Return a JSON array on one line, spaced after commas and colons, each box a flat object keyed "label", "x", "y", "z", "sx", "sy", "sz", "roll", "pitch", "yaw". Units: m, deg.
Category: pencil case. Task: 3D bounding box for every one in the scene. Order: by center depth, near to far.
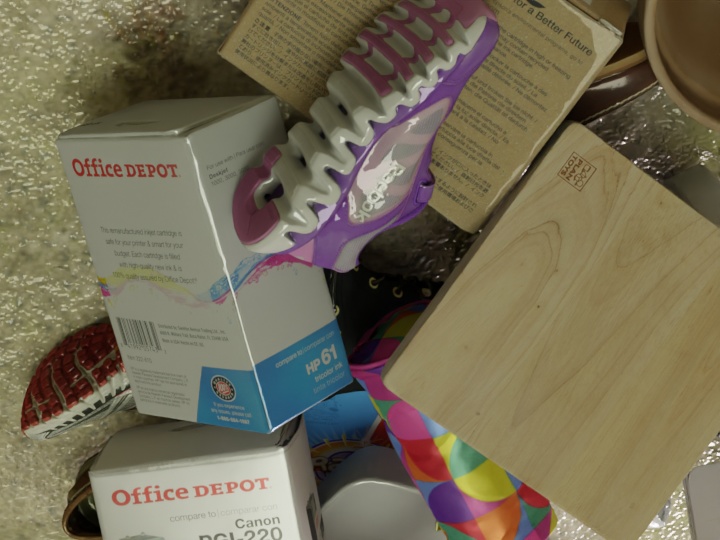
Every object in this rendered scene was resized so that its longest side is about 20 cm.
[{"label": "pencil case", "x": 0.062, "y": 0.119, "z": 1.271, "sx": 0.088, "sy": 0.088, "sz": 0.200, "roll": -21, "pitch": 112, "yaw": 12}]

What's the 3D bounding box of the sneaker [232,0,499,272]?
[{"label": "sneaker", "x": 0.016, "y": -0.076, "z": 1.093, "sx": 0.088, "sy": 0.081, "sz": 0.200, "roll": 33, "pitch": 106, "yaw": -33}]

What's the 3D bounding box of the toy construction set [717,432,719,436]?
[{"label": "toy construction set", "x": 0.323, "y": 0.080, "z": 1.373, "sx": 0.131, "sy": 0.092, "sz": 0.200, "roll": -38, "pitch": 133, "yaw": -6}]

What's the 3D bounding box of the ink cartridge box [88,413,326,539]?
[{"label": "ink cartridge box", "x": -0.098, "y": 0.209, "z": 1.305, "sx": 0.145, "sy": 0.085, "sz": 0.200, "roll": -8, "pitch": 102, "yaw": 8}]

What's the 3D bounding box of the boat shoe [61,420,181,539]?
[{"label": "boat shoe", "x": -0.141, "y": 0.158, "z": 1.379, "sx": 0.200, "sy": 0.074, "sz": 0.076, "roll": -27, "pitch": 104, "yaw": 28}]

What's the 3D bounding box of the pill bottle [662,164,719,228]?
[{"label": "pill bottle", "x": 0.169, "y": 0.016, "z": 1.269, "sx": 0.200, "sy": 0.113, "sz": 0.113, "roll": -29, "pitch": 126, "yaw": -2}]

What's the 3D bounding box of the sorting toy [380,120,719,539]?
[{"label": "sorting toy", "x": 0.144, "y": 0.038, "z": 1.176, "sx": 0.199, "sy": 0.070, "sz": 0.200, "roll": 35, "pitch": 94, "yaw": -13}]

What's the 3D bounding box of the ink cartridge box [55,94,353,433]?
[{"label": "ink cartridge box", "x": -0.101, "y": -0.008, "z": 1.189, "sx": 0.144, "sy": 0.085, "sz": 0.200, "roll": 4, "pitch": 116, "yaw": 47}]

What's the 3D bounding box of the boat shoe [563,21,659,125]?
[{"label": "boat shoe", "x": 0.111, "y": -0.104, "z": 1.218, "sx": 0.200, "sy": 0.070, "sz": 0.070, "roll": -16, "pitch": 116, "yaw": 21}]

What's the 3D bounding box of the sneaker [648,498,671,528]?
[{"label": "sneaker", "x": 0.167, "y": 0.133, "z": 1.417, "sx": 0.080, "sy": 0.076, "sz": 0.200, "roll": -26, "pitch": 121, "yaw": 30}]

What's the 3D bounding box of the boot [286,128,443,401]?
[{"label": "boot", "x": -0.001, "y": 0.000, "z": 1.297, "sx": 0.153, "sy": 0.073, "sz": 0.204, "roll": -1, "pitch": 108, "yaw": -28}]

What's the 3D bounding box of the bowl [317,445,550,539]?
[{"label": "bowl", "x": 0.028, "y": 0.221, "z": 1.413, "sx": 0.200, "sy": 0.075, "sz": 0.200, "roll": 26, "pitch": 122, "yaw": -21}]

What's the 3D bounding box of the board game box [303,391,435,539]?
[{"label": "board game box", "x": -0.008, "y": 0.149, "z": 1.427, "sx": 0.153, "sy": 0.040, "sz": 0.200, "roll": 5, "pitch": 128, "yaw": -8}]

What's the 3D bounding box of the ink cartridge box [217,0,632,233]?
[{"label": "ink cartridge box", "x": 0.040, "y": -0.148, "z": 1.134, "sx": 0.200, "sy": 0.075, "sz": 0.165, "roll": 36, "pitch": 117, "yaw": -2}]

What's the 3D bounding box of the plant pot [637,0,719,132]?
[{"label": "plant pot", "x": 0.266, "y": -0.188, "z": 1.147, "sx": 0.200, "sy": 0.093, "sz": 0.201, "roll": -2, "pitch": 128, "yaw": -3}]

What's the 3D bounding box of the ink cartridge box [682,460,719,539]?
[{"label": "ink cartridge box", "x": 0.354, "y": 0.194, "z": 1.397, "sx": 0.146, "sy": 0.085, "sz": 0.200, "roll": -19, "pitch": 154, "yaw": 32}]

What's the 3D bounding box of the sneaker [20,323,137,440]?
[{"label": "sneaker", "x": -0.158, "y": 0.081, "z": 1.341, "sx": 0.200, "sy": 0.078, "sz": 0.082, "roll": -23, "pitch": 127, "yaw": 14}]
